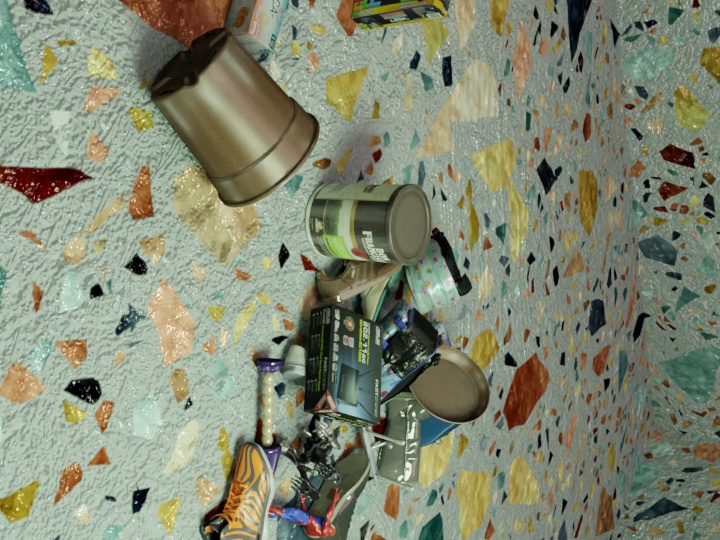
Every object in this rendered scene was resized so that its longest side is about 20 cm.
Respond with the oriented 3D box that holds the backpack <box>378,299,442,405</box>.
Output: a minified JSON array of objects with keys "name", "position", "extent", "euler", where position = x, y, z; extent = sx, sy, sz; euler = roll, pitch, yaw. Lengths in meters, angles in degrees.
[{"name":"backpack","position":[0.062,0.179,1.549],"extent":[0.135,0.200,0.183],"euler":[45,13,-2]}]

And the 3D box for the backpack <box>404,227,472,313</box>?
[{"name":"backpack","position":[0.166,0.015,1.649],"extent":[0.168,0.125,0.200],"euler":[59,9,-10]}]

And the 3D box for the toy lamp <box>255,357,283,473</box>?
[{"name":"toy lamp","position":[-0.166,0.260,1.327],"extent":[0.058,0.058,0.204],"euler":[1,92,-54]}]

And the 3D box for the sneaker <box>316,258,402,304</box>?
[{"name":"sneaker","position":[0.000,0.000,1.483],"extent":[0.199,0.070,0.076],"euler":[-27,96,-34]}]

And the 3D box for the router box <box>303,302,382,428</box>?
[{"name":"router box","position":[-0.028,0.180,1.393],"extent":[0.149,0.062,0.203],"euler":[26,58,-44]}]

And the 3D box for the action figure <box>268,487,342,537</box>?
[{"name":"action figure","position":[-0.109,0.436,1.397],"extent":[0.200,0.065,0.100],"euler":[41,52,-34]}]

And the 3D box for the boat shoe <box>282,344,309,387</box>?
[{"name":"boat shoe","position":[-0.074,0.191,1.442],"extent":[0.201,0.074,0.087],"euler":[34,54,-43]}]

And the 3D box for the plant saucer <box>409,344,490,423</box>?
[{"name":"plant saucer","position":[0.190,0.256,1.642],"extent":[0.200,0.199,0.035],"euler":[-41,163,-43]}]

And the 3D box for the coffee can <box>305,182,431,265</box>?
[{"name":"coffee can","position":[0.015,-0.091,1.409],"extent":[0.145,0.198,0.149],"euler":[-10,103,-53]}]

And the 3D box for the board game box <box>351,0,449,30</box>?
[{"name":"board game box","position":[0.087,-0.567,1.446],"extent":[0.056,0.198,0.168],"euler":[18,79,-52]}]

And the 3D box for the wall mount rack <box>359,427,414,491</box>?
[{"name":"wall mount rack","position":[0.047,0.368,1.555],"extent":[0.073,0.174,0.203],"euler":[-16,114,-7]}]

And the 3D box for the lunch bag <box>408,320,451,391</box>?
[{"name":"lunch bag","position":[0.170,0.227,1.780],"extent":[0.160,0.075,0.202],"euler":[-49,131,-42]}]

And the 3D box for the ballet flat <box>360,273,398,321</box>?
[{"name":"ballet flat","position":[0.036,0.031,1.575],"extent":[0.070,0.069,0.202],"euler":[55,52,-42]}]

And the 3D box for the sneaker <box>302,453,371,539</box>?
[{"name":"sneaker","position":[-0.037,0.479,1.532],"extent":[0.200,0.074,0.107],"euler":[-49,137,-27]}]

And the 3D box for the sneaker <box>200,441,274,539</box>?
[{"name":"sneaker","position":[-0.210,0.400,1.265],"extent":[0.111,0.077,0.204],"euler":[-2,91,-50]}]

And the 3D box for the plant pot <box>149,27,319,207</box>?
[{"name":"plant pot","position":[-0.194,-0.237,1.117],"extent":[0.199,0.198,0.202],"euler":[50,55,-36]}]

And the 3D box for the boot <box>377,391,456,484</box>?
[{"name":"boot","position":[0.129,0.376,1.674],"extent":[0.073,0.179,0.204],"euler":[42,51,-77]}]

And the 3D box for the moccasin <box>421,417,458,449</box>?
[{"name":"moccasin","position":[0.186,0.365,1.730],"extent":[0.068,0.198,0.081],"euler":[33,34,-55]}]

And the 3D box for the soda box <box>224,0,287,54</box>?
[{"name":"soda box","position":[-0.160,-0.463,1.228],"extent":[0.068,0.063,0.203],"euler":[28,73,-52]}]

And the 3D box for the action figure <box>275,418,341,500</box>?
[{"name":"action figure","position":[-0.089,0.330,1.377],"extent":[0.118,0.200,0.103],"euler":[-34,106,2]}]
